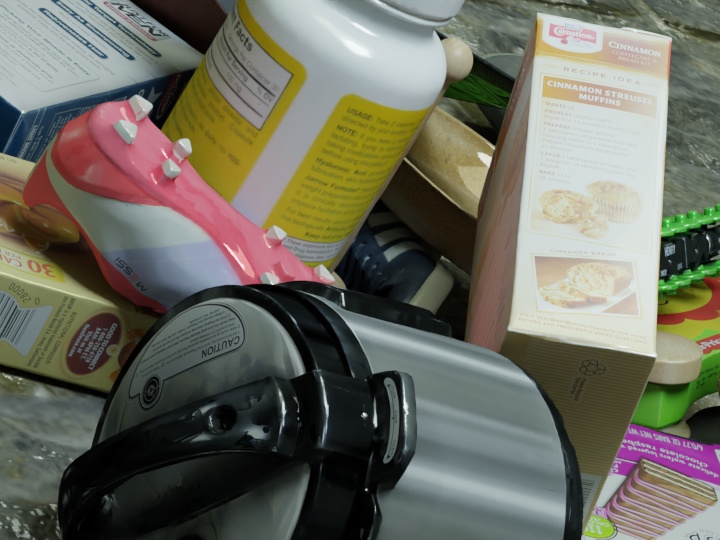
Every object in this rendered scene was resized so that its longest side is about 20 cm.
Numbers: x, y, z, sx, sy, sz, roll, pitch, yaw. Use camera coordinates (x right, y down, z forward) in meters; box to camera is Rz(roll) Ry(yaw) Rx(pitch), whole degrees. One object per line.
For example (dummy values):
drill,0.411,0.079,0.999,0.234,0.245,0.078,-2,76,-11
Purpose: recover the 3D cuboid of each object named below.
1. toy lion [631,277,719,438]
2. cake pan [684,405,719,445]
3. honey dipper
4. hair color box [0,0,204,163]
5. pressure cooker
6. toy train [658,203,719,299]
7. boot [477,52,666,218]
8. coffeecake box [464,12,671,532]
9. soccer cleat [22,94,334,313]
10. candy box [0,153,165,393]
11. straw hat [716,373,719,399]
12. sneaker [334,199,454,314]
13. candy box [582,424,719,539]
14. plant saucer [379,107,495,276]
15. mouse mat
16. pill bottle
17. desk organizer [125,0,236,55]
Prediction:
toy lion,0.157,0.034,1.685,0.191,0.069,0.199,21,25,37
cake pan,0.250,0.146,1.651,0.199,0.037,0.201,25,25,-13
honey dipper,0.003,-0.039,1.518,0.038,0.201,0.038,26,24,-12
hair color box,-0.177,-0.105,1.600,0.100,0.061,0.200,38,26,16
pressure cooker,-0.023,0.098,1.250,0.199,0.177,0.179,17,17,-39
toy train,0.171,-0.011,1.637,0.056,0.042,0.200,-4,4,21
boot,0.125,-0.078,1.860,0.182,0.072,0.200,39,19,-49
coffeecake box,0.098,0.002,1.421,0.073,0.154,0.201,10,51,-3
soccer cleat,-0.075,0.004,1.396,0.200,0.076,0.067,47,28,-11
candy box,-0.136,0.006,1.449,0.199,0.055,0.116,18,29,-30
straw hat,0.241,0.061,1.573,0.085,0.202,0.201,23,20,24
sneaker,0.000,0.000,1.600,0.084,0.075,0.200,29,15,-8
candy box,0.144,0.155,1.469,0.136,0.061,0.200,14,29,-15
plant saucer,0.063,-0.036,1.634,0.200,0.036,0.200,35,14,-10
mouse mat,0.010,-0.126,1.596,0.160,0.008,0.200,16,-7,45
pill bottle,-0.025,-0.087,1.443,0.111,0.200,0.111,27,25,-14
desk organizer,-0.052,-0.123,1.712,0.200,0.077,0.072,52,52,-21
